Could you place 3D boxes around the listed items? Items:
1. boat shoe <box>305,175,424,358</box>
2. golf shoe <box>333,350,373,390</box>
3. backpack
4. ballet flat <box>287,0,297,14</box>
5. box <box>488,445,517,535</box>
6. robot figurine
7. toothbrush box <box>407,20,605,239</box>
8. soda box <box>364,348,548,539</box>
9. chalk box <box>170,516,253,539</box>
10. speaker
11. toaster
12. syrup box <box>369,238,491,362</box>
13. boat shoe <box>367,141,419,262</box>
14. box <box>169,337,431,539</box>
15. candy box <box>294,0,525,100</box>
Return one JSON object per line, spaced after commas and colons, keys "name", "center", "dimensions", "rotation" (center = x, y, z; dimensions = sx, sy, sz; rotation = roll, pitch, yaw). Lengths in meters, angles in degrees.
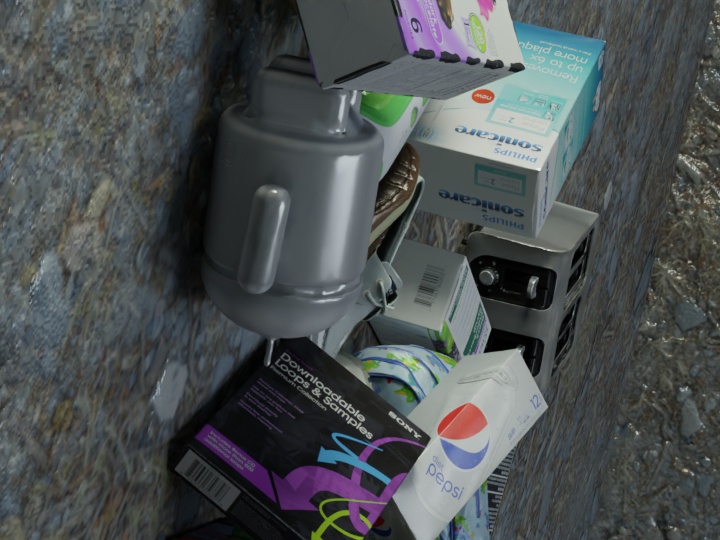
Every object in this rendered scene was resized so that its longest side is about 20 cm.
{"name": "boat shoe", "center": [0.000, 0.000, 1.542], "dimensions": [0.070, 0.071, 0.202], "rotation": [66, 42, -65]}
{"name": "golf shoe", "center": [-0.045, 0.157, 1.527], "dimensions": [0.097, 0.078, 0.201], "rotation": [41, 64, -69]}
{"name": "backpack", "center": [0.037, 0.166, 1.673], "dimensions": [0.153, 0.162, 0.201], "rotation": [21, 76, -49]}
{"name": "ballet flat", "center": [-0.001, -0.215, 1.380], "dimensions": [0.200, 0.068, 0.063], "rotation": [-15, 128, -61]}
{"name": "box", "center": [0.064, 0.224, 1.864], "dimensions": [0.200, 0.122, 0.200], "rotation": [30, 74, -72]}
{"name": "robot figurine", "center": [-0.047, -0.040, 1.272], "dimensions": [0.170, 0.112, 0.201], "rotation": [-46, 147, -68]}
{"name": "toothbrush box", "center": [0.123, -0.135, 1.706], "dimensions": [0.086, 0.146, 0.200], "rotation": [88, 24, -44]}
{"name": "soda box", "center": [0.071, 0.148, 1.567], "dimensions": [0.200, 0.068, 0.064], "rotation": [-43, 112, -37]}
{"name": "chalk box", "center": [-0.081, 0.262, 1.414], "dimensions": [0.124, 0.124, 0.201], "rotation": [-6, 109, -73]}
{"name": "speaker", "center": [0.010, -0.140, 1.425], "dimensions": [0.089, 0.088, 0.200], "rotation": [89, 22, -43]}
{"name": "toaster", "center": [0.181, 0.021, 2.089], "dimensions": [0.200, 0.118, 0.182], "rotation": [-43, 145, -62]}
{"name": "syrup box", "center": [0.067, 0.047, 1.794], "dimensions": [0.200, 0.081, 0.079], "rotation": [62, 47, -65]}
{"name": "boat shoe", "center": [-0.019, -0.030, 1.479], "dimensions": [0.202, 0.074, 0.075], "rotation": [-51, 166, -42]}
{"name": "box", "center": [-0.040, 0.137, 1.411], "dimensions": [0.036, 0.143, 0.200], "rotation": [-52, 178, 31]}
{"name": "candy box", "center": [0.024, -0.207, 1.256], "dimensions": [0.200, 0.071, 0.169], "rotation": [-6, 79, -63]}
